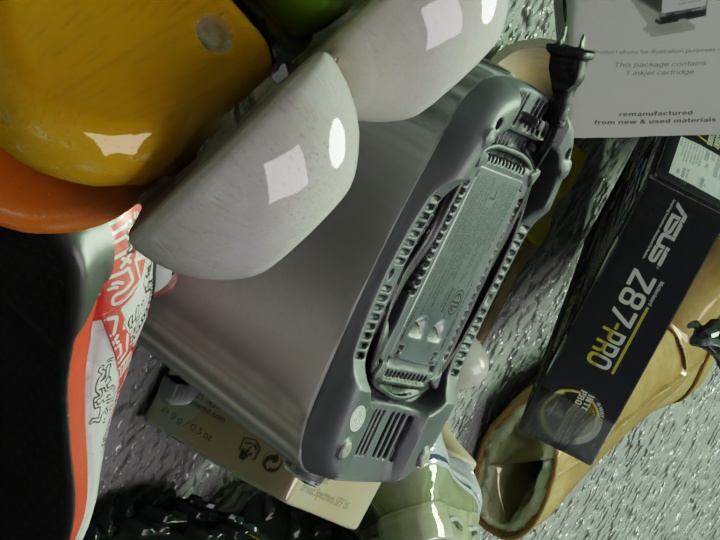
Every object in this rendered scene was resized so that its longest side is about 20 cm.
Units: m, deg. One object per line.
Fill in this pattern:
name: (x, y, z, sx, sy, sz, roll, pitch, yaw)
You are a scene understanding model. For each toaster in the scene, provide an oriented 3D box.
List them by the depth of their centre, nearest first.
toaster: (-0.009, -0.025, 1.042, 0.201, 0.129, 0.113, -65, 157, 6)

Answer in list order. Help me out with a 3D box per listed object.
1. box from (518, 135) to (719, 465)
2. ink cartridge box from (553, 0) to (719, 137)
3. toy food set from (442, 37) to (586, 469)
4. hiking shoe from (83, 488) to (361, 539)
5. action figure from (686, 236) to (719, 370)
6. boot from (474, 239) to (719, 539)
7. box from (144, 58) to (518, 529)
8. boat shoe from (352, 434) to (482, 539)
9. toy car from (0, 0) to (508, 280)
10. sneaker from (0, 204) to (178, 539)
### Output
box: (0.146, -0.020, 1.354, 0.162, 0.049, 0.200, -62, 180, 31)
ink cartridge box: (0.123, -0.177, 1.134, 0.201, 0.082, 0.148, 87, 1, -48)
toy food set: (0.072, -0.004, 1.314, 0.201, 0.060, 0.143, -62, 156, -1)
hiking shoe: (-0.066, 0.148, 1.175, 0.200, 0.074, 0.087, 7, 116, -60)
action figure: (0.227, -0.043, 1.467, 0.101, 0.119, 0.202, 2, 85, -25)
boot: (0.150, 0.044, 1.518, 0.200, 0.066, 0.176, -31, 141, -48)
box: (0.000, 0.000, 1.149, 0.201, 0.077, 0.095, -62, 156, -1)
boat shoe: (0.022, 0.122, 1.292, 0.200, 0.071, 0.063, 61, 17, -73)
toy car: (-0.066, -0.090, 0.860, 0.200, 0.175, 0.150, -46, -174, -33)
sneaker: (-0.101, 0.027, 0.984, 0.108, 0.067, 0.202, -48, 159, -46)
